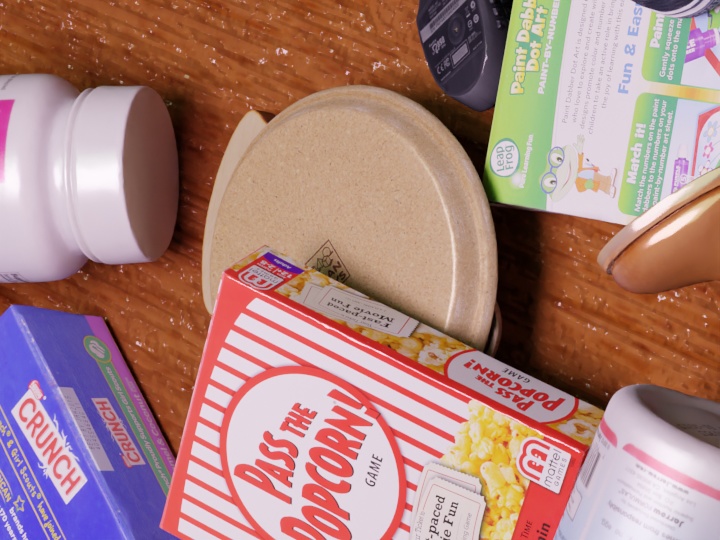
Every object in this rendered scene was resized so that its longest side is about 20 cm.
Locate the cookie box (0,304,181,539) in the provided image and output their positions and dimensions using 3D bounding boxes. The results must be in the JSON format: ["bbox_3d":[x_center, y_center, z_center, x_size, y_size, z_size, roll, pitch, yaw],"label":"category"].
[{"bbox_3d":[-0.191,0.148,1.607,0.200,0.075,0.172,-45,59,28],"label":"cookie box"}]

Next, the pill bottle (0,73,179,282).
[{"bbox_3d":[-0.207,-0.049,1.581,0.199,0.113,0.114,-2,84,15],"label":"pill bottle"}]

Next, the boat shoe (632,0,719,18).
[{"bbox_3d":[0.107,-0.212,1.326,0.071,0.091,0.201,-34,64,33],"label":"boat shoe"}]

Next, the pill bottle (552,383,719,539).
[{"bbox_3d":[0.129,0.162,1.311,0.109,0.109,0.201,31,106,38],"label":"pill bottle"}]

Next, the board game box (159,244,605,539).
[{"bbox_3d":[0.010,0.098,1.395,0.199,0.046,0.152,25,119,19],"label":"board game box"}]

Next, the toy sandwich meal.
[{"bbox_3d":[0.000,0.000,1.467,0.205,0.070,0.206,-1,89,39],"label":"toy sandwich meal"}]

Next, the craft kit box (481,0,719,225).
[{"bbox_3d":[0.158,-0.114,1.359,0.197,0.048,0.201,12,94,38],"label":"craft kit box"}]

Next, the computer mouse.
[{"bbox_3d":[0.049,-0.171,1.470,0.059,0.034,0.201,-39,56,50],"label":"computer mouse"}]

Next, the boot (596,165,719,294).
[{"bbox_3d":[0.214,0.019,1.239,0.199,0.074,0.155,-20,80,10],"label":"boot"}]
